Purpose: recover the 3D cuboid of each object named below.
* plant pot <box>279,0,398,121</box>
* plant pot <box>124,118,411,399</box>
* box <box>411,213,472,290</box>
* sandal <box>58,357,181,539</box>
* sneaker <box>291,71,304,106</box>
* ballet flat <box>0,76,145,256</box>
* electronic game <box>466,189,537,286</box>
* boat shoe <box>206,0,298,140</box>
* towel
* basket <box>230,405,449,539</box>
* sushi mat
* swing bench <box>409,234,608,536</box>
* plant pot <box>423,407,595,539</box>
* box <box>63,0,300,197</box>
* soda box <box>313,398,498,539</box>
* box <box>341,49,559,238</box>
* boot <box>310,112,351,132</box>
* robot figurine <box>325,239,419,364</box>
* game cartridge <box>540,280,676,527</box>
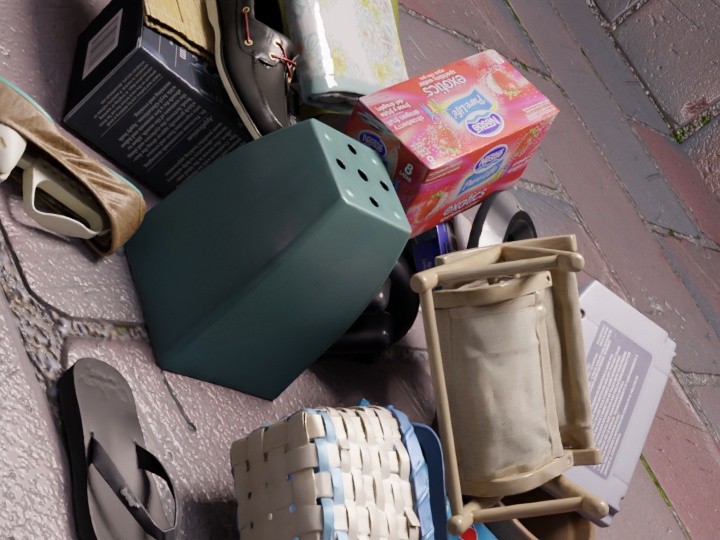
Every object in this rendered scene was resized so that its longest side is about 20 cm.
[{"bbox_3d":[-0.032,-0.244,1.573,0.186,0.186,0.202,17,56,-52],"label":"plant pot"},{"bbox_3d":[-0.067,-0.019,1.133,0.141,0.200,0.142,23,36,-47],"label":"plant pot"},{"bbox_3d":[0.085,0.001,1.333,0.200,0.041,0.120,23,57,-72],"label":"box"},{"bbox_3d":[-0.159,0.141,0.938,0.076,0.043,0.201,18,41,-51],"label":"sandal"},{"bbox_3d":[-0.084,-0.220,1.447,0.199,0.076,0.114,-36,77,-24],"label":"sneaker"},{"bbox_3d":[-0.253,-0.078,1.072,0.200,0.067,0.073,42,44,-30],"label":"ballet flat"},{"bbox_3d":[0.129,0.027,1.276,0.200,0.041,0.202,2,90,-68],"label":"electronic game"},{"bbox_3d":[-0.091,-0.190,1.226,0.074,0.063,0.203,53,17,-48],"label":"boat shoe"},{"bbox_3d":[-0.018,-0.239,1.351,0.200,0.048,0.173,1,73,-64],"label":"towel"},{"bbox_3d":[0.000,0.184,1.029,0.199,0.139,0.178,20,53,-39],"label":"basket"},{"bbox_3d":[-0.176,-0.272,1.260,0.095,0.012,0.201,29,33,-42],"label":"sushi mat"},{"bbox_3d":[0.124,0.084,1.108,0.200,0.128,0.201,-33,116,-81],"label":"swing bench"},{"bbox_3d":[0.122,0.204,1.291,0.200,0.093,0.202,40,26,-24],"label":"plant pot"},{"bbox_3d":[-0.158,-0.150,1.270,0.200,0.107,0.149,38,27,-30],"label":"box"},{"bbox_3d":[0.040,0.209,1.166,0.200,0.068,0.064,47,25,-10],"label":"soda box"},{"bbox_3d":[0.073,-0.112,1.231,0.095,0.100,0.199,45,43,19],"label":"box"},{"bbox_3d":[0.016,-0.112,1.422,0.186,0.069,0.200,6,0,-12],"label":"boot"},{"bbox_3d":[0.001,-0.001,1.320,0.124,0.151,0.201,31,29,-13],"label":"robot figurine"},{"bbox_3d":[0.210,0.117,1.278,0.133,0.041,0.201,36,63,-19],"label":"game cartridge"}]
